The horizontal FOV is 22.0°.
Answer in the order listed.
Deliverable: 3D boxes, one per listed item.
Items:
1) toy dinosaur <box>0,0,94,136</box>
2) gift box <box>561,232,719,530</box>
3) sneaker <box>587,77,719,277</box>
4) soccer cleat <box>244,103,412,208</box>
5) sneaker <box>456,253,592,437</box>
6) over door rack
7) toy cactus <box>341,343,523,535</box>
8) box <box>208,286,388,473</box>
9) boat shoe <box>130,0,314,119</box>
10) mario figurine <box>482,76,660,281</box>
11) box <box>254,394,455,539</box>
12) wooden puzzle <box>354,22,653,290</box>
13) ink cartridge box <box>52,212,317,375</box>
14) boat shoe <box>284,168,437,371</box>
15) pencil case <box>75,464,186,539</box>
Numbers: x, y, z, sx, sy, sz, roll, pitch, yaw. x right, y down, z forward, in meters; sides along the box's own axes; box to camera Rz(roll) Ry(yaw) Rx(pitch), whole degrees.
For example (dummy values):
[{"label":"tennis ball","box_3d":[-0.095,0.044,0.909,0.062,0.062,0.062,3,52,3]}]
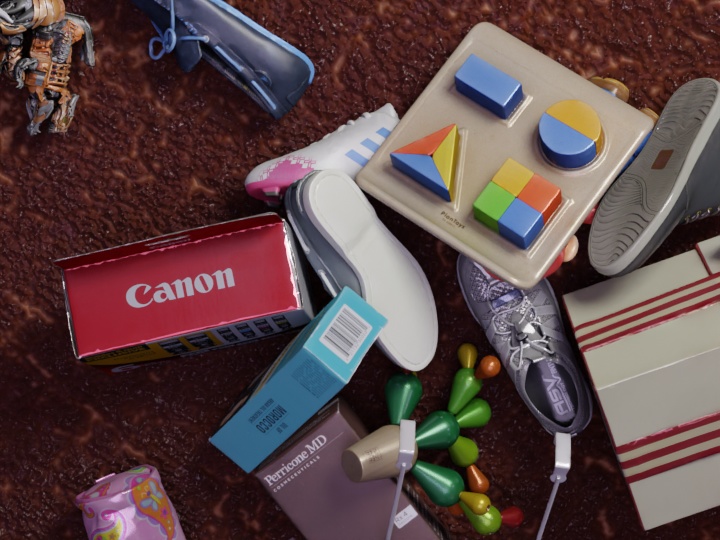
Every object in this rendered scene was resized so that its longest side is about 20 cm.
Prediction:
[{"label":"toy dinosaur","box_3d":[-0.305,-0.218,1.619,0.135,0.102,0.201,-10,81,-13]},{"label":"gift box","box_3d":[0.289,0.084,1.577,0.186,0.185,0.201,-19,124,4]},{"label":"sneaker","box_3d":[0.279,-0.057,1.593,0.106,0.075,0.200,45,71,-33]},{"label":"soccer cleat","box_3d":[-0.004,-0.102,1.640,0.199,0.070,0.087,-3,77,3]},{"label":"sneaker","box_3d":[0.154,0.059,1.646,0.075,0.082,0.201,-31,95,5]},{"label":"over door rack","box_3d":[0.091,0.225,1.578,0.147,0.067,0.201,5,126,-4]},{"label":"toy cactus","box_3d":[0.062,0.150,1.637,0.164,0.102,0.201,-18,89,-36]},{"label":"box","box_3d":[-0.056,0.096,1.600,0.049,0.082,0.200,39,140,-5]},{"label":"boat shoe","box_3d":[-0.137,-0.201,1.607,0.199,0.084,0.069,30,87,-2]},{"label":"mario figurine","box_3d":[0.171,-0.073,1.628,0.123,0.106,0.200,33,75,28]},{"label":"box","box_3d":[0.004,0.224,1.681,0.100,0.075,0.200,-38,95,6]},{"label":"wooden puzzle","box_3d":[0.121,-0.106,1.564,0.185,0.046,0.200,33,72,20]},{"label":"ink cartridge box","box_3d":[-0.148,0.022,1.591,0.199,0.176,0.084,-13,80,3]},{"label":"boat shoe","box_3d":[0.000,0.000,1.600,0.073,0.062,0.200,-43,112,-30]},{"label":"pencil case","box_3d":[-0.190,0.281,1.688,0.087,0.087,0.201,-20,99,4]}]
